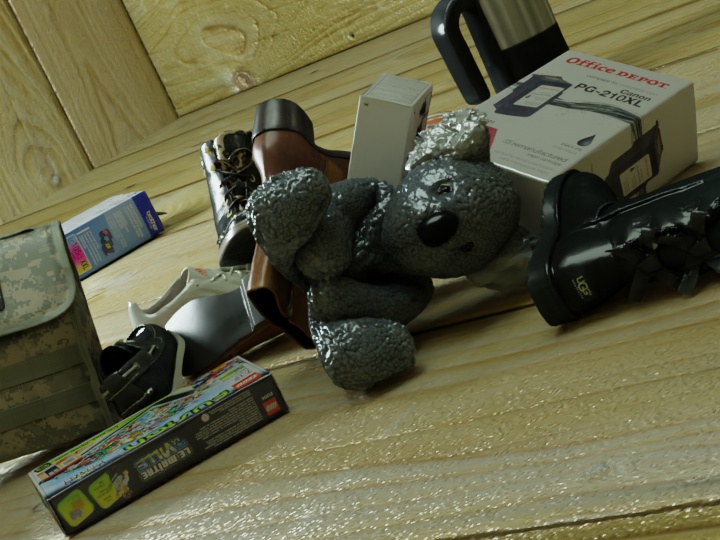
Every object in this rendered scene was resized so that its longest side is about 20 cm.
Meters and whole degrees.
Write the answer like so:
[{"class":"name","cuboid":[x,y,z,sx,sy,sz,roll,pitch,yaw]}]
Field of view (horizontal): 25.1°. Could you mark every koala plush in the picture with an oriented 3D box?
[{"class":"koala plush","cuboid":[0.038,-0.028,1.275,0.199,0.178,0.184,-29,0,5]}]

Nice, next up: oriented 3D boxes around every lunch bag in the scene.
[{"class":"lunch bag","cuboid":[-0.327,0.066,1.490,0.163,0.201,0.118,-17,11,-4]}]

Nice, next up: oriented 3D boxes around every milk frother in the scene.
[{"class":"milk frother","cuboid":[0.212,-0.307,2.026,0.200,0.189,0.180,-15,17,40]}]

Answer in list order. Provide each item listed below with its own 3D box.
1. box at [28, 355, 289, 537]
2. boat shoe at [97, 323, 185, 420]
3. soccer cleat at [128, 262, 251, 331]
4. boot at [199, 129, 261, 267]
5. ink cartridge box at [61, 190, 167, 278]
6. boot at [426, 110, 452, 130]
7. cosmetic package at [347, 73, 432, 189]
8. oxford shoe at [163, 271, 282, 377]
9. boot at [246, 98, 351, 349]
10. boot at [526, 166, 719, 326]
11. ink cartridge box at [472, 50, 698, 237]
[{"class":"box","cuboid":[-0.163,0.137,1.293,0.200,0.035,0.110,-29,13,-15]},{"class":"boat shoe","cuboid":[-0.202,0.083,1.458,0.072,0.068,0.200,-50,15,8]},{"class":"soccer cleat","cuboid":[-0.138,0.021,1.626,0.200,0.078,0.069,-29,12,-14]},{"class":"boot","cuboid":[-0.126,-0.075,1.703,0.073,0.151,0.200,-12,-14,-3]},{"class":"ink cartridge box","cuboid":[-0.396,-0.059,2.489,0.200,0.077,0.136,-34,15,-27]},{"class":"boot","cuboid":[0.048,-0.104,1.807,0.200,0.075,0.107,-34,15,2]},{"class":"cosmetic package","cuboid":[0.018,-0.060,1.385,0.050,0.201,0.083,14,23,12]},{"class":"oxford shoe","cuboid":[-0.111,0.054,1.510,0.200,0.072,0.071,-26,-27,33]},{"class":"boot","cuboid":[-0.036,-0.025,1.428,0.068,0.188,0.201,-12,59,18]},{"class":"boot","cuboid":[0.212,-0.039,1.177,0.162,0.074,0.198,-23,19,25]},{"class":"ink cartridge box","cuboid":[0.174,-0.103,1.389,0.200,0.085,0.145,-33,39,-33]}]
